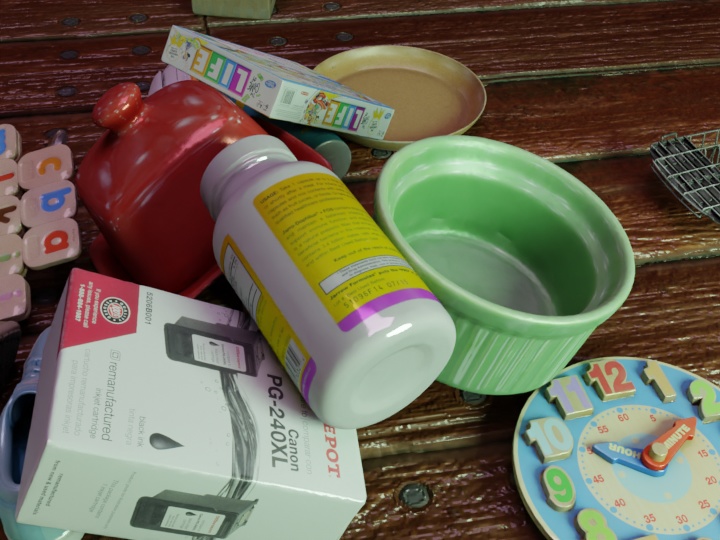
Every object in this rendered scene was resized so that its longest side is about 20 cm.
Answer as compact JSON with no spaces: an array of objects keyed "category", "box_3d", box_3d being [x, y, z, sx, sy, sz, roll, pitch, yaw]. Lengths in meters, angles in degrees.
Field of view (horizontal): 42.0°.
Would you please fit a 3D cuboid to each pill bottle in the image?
[{"category":"pill bottle","box_3d":[-0.031,-0.001,0.623,0.104,0.105,0.200,-21,56,-25]}]

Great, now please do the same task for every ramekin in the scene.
[{"category":"ramekin","box_3d":[0.094,-0.003,0.708,0.198,0.098,0.201,12,42,-11]}]

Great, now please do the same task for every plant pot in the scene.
[{"category":"plant pot","box_3d":[0.038,-0.187,1.030,0.198,0.028,0.201,1,41,-1]}]

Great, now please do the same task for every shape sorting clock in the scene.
[{"category":"shape sorting clock","box_3d":[0.207,0.139,0.665,0.198,0.039,0.201,1,42,-1]}]

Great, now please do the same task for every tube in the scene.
[{"category":"tube","box_3d":[-0.079,-0.155,0.979,0.077,0.051,0.200,-6,35,-33]}]

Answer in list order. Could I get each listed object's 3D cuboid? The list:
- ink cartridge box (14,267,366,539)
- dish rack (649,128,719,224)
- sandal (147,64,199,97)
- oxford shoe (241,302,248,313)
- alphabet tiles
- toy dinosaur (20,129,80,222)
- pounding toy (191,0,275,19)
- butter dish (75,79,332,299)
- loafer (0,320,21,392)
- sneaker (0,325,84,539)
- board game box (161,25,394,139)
[{"category":"ink cartridge box","box_3d":[-0.105,0.097,0.608,0.199,0.084,0.146,16,38,-23]},{"category":"dish rack","box_3d":[0.390,-0.089,0.922,0.198,0.055,0.154,-12,42,-14]},{"category":"sandal","box_3d":[-0.187,-0.150,0.937,0.059,0.080,0.207,-7,44,-15]},{"category":"oxford shoe","box_3d":[0.000,0.000,0.782,0.198,0.075,0.071,-8,42,-12]},{"category":"alphabet tiles","box_3d":[-0.333,-0.034,0.796,0.194,0.015,0.201,-16,60,1]},{"category":"toy dinosaur","box_3d":[-0.313,-0.057,0.858,0.106,0.061,0.200,-6,34,34]},{"category":"pounding toy","box_3d":[-0.135,-0.434,1.166,0.141,0.201,0.185,4,42,1]},{"category":"butter dish","box_3d":[-0.157,-0.085,0.757,0.199,0.148,0.200,-41,35,-8]},{"category":"loafer","box_3d":[-0.305,0.074,0.641,0.068,0.076,0.200,24,18,5]},{"category":"sneaker","box_3d":[-0.213,0.096,0.658,0.073,0.082,0.201,-5,42,-10]},{"category":"board game box","box_3d":[-0.071,-0.174,0.886,0.134,0.034,0.200,31,16,26]}]
